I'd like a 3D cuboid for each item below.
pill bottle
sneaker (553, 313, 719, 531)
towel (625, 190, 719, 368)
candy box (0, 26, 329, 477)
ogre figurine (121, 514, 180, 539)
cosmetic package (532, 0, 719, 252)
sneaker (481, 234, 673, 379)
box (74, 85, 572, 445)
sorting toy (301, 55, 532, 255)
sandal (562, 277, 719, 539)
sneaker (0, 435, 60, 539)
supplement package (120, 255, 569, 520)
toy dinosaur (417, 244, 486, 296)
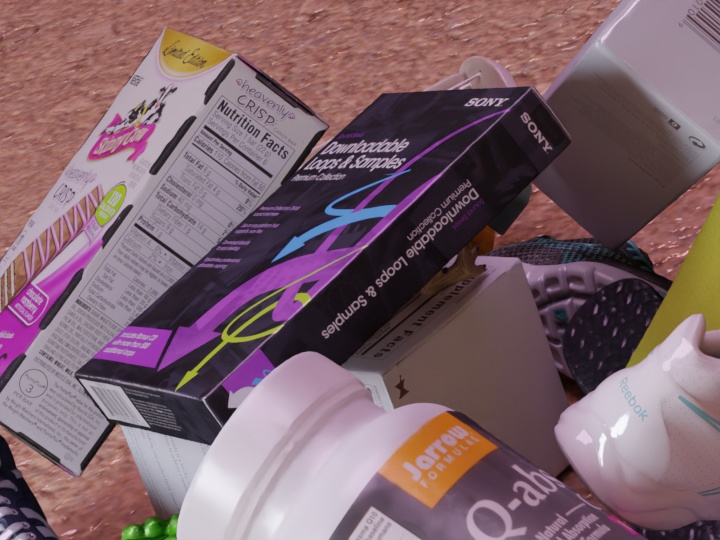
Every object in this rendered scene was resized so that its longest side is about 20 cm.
[{"bbox_3d":[0.036,0.123,1.087,0.200,0.117,0.116,34,46,17],"label":"pill bottle"},{"bbox_3d":[0.166,0.066,1.143,0.080,0.200,0.071,-48,56,23],"label":"sneaker"},{"bbox_3d":[0.165,-0.004,1.217,0.018,0.201,0.086,16,28,-19],"label":"towel"},{"bbox_3d":[-0.111,-0.013,1.348,0.200,0.061,0.136,-54,20,-3],"label":"candy box"},{"bbox_3d":[-0.022,0.153,1.193,0.199,0.098,0.120,23,36,9],"label":"ogre figurine"},{"bbox_3d":[0.144,-0.092,1.330,0.113,0.081,0.200,-50,1,-17],"label":"cosmetic package"},{"bbox_3d":[0.123,0.012,1.439,0.091,0.078,0.200,-29,25,-32],"label":"sneaker"},{"bbox_3d":[-0.018,-0.005,1.226,0.200,0.036,0.143,-42,19,-20],"label":"box"},{"bbox_3d":[0.025,-0.035,1.510,0.199,0.107,0.180,-28,3,-18],"label":"sorting toy"},{"bbox_3d":[0.147,0.076,1.285,0.075,0.045,0.200,-37,35,11],"label":"sandal"},{"bbox_3d":[-0.173,0.129,1.358,0.070,0.109,0.200,-33,24,-10],"label":"sneaker"},{"bbox_3d":[-0.012,0.063,1.382,0.199,0.110,0.114,4,32,44],"label":"supplement package"},{"bbox_3d":[0.000,0.000,1.325,0.101,0.058,0.200,-23,24,30],"label":"toy dinosaur"}]
